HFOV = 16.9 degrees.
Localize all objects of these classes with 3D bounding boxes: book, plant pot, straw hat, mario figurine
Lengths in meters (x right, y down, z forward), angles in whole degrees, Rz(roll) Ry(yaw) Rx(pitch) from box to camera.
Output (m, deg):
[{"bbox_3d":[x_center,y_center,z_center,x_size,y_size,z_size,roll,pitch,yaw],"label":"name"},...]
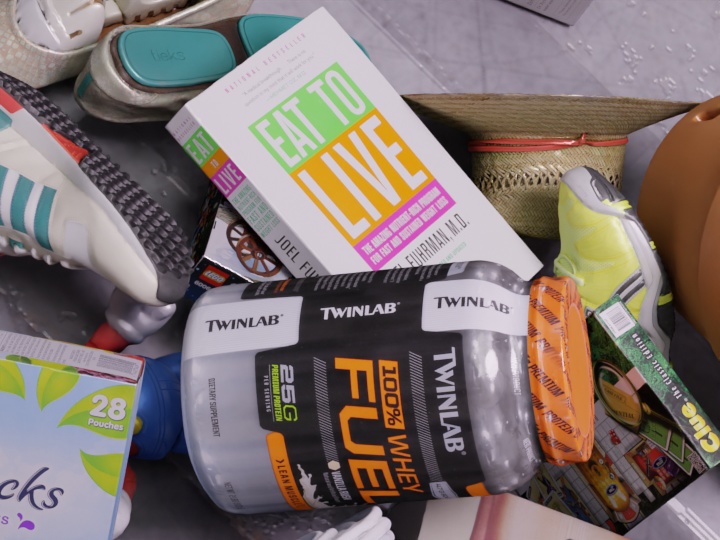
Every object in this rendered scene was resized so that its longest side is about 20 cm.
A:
[{"bbox_3d":[-0.003,-0.038,1.375,0.200,0.048,0.134,48,44,1],"label":"book"},{"bbox_3d":[0.253,-0.023,1.385,0.200,0.140,0.201,-10,110,-28],"label":"plant pot"},{"bbox_3d":[0.113,-0.061,1.453,0.200,0.201,0.085,0,93,-19],"label":"straw hat"},{"bbox_3d":[-0.128,0.075,1.317,0.200,0.106,0.123,-10,34,-31],"label":"mario figurine"}]

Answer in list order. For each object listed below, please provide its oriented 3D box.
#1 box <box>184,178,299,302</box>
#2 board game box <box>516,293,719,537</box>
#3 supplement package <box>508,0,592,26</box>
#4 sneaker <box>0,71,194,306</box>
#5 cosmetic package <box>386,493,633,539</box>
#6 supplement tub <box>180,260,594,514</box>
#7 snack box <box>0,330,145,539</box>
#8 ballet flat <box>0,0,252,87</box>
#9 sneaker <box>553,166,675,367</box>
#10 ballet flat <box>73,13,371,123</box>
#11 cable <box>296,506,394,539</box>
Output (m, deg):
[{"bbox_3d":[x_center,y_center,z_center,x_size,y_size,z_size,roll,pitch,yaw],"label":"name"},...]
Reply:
[{"bbox_3d":[0.000,0.000,1.403,0.200,0.038,0.137,28,45,-16],"label":"box"},{"bbox_3d":[0.131,0.095,1.349,0.023,0.200,0.105,-29,78,-25],"label":"board game box"},{"bbox_3d":[0.078,-0.265,1.543,0.200,0.121,0.120,20,61,-10],"label":"supplement package"},{"bbox_3d":[-0.175,-0.027,1.346,0.200,0.070,0.093,44,100,28],"label":"sneaker"},{"bbox_3d":[0.107,0.197,1.357,0.199,0.087,0.104,20,63,-10],"label":"cosmetic package"},{"bbox_3d":[0.016,0.060,1.256,0.199,0.123,0.123,-6,64,14],"label":"supplement tub"},{"bbox_3d":[-0.222,0.111,1.227,0.199,0.068,0.169,12,100,-4],"label":"snack box"},{"bbox_3d":[-0.150,-0.163,1.439,0.200,0.062,0.068,-22,71,-27],"label":"ballet flat"},{"bbox_3d":[0.137,0.037,1.402,0.076,0.075,0.201,-18,112,-10],"label":"sneaker"},{"bbox_3d":[-0.084,-0.118,1.449,0.200,0.062,0.068,-1,64,-39],"label":"ballet flat"},{"bbox_3d":[-0.058,0.199,1.231,0.200,0.200,0.069,-35,88,10],"label":"cable"}]
